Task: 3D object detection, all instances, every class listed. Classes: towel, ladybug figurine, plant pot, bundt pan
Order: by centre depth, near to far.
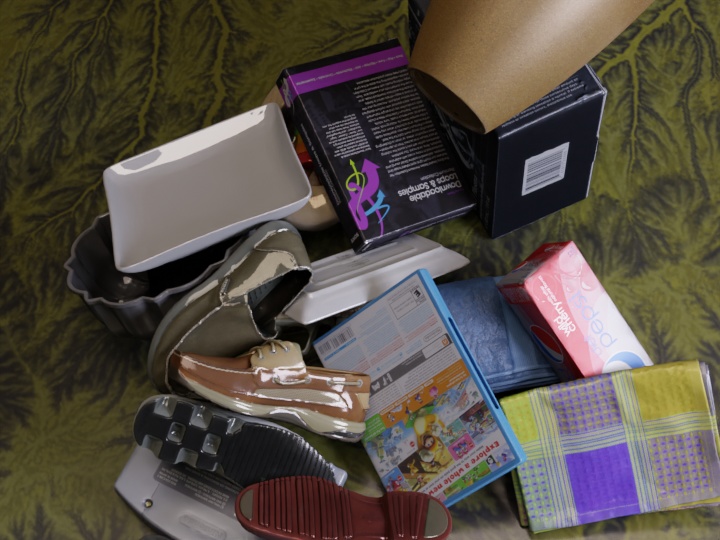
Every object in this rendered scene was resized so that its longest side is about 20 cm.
[{"bbox_3d":[0.137,-0.230,1.267,0.186,0.187,0.201,37,84,20],"label":"plant pot"},{"bbox_3d":[0.234,0.163,1.296,0.197,0.023,0.146,-9,105,9],"label":"towel"},{"bbox_3d":[0.137,0.060,1.372,0.197,0.049,0.113,-8,86,-9],"label":"towel"},{"bbox_3d":[-0.190,-0.005,1.413,0.199,0.076,0.203,-12,37,10],"label":"bundt pan"},{"bbox_3d":[-0.048,-0.126,1.497,0.134,0.072,0.202,4,63,5],"label":"ladybug figurine"}]

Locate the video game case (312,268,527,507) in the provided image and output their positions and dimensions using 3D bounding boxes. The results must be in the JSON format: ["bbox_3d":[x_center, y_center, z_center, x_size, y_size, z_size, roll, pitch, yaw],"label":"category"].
[{"bbox_3d":[0.052,0.121,1.324,0.143,0.018,0.202,-34,76,27],"label":"video game case"}]

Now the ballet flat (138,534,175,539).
[{"bbox_3d":[-0.131,0.311,1.298,0.199,0.057,0.067,35,56,13],"label":"ballet flat"}]

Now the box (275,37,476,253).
[{"bbox_3d":[0.016,-0.130,1.444,0.142,0.036,0.202,-18,76,-28],"label":"box"}]

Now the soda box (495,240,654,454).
[{"bbox_3d":[0.216,0.072,1.328,0.070,0.063,0.201,-38,100,-14],"label":"soda box"}]

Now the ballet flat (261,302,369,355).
[{"bbox_3d":[-0.039,0.053,1.412,0.197,0.071,0.066,-2,70,13],"label":"ballet flat"}]

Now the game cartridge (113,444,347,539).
[{"bbox_3d":[-0.128,0.211,1.350,0.198,0.042,0.134,23,71,15],"label":"game cartridge"}]

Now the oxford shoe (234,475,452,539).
[{"bbox_3d":[-0.020,0.239,1.281,0.197,0.075,0.071,10,47,-9],"label":"oxford shoe"}]

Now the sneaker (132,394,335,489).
[{"bbox_3d":[-0.115,0.161,1.317,0.198,0.089,0.075,27,92,-9],"label":"sneaker"}]

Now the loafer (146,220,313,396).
[{"bbox_3d":[-0.119,0.043,1.315,0.200,0.075,0.070,-49,51,3],"label":"loafer"}]

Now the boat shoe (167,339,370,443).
[{"bbox_3d":[-0.079,0.099,1.300,0.198,0.075,0.075,18,90,-25],"label":"boat shoe"}]

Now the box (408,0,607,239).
[{"bbox_3d":[0.143,-0.176,1.438,0.123,0.201,0.198,-23,63,-9],"label":"box"}]

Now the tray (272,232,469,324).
[{"bbox_3d":[0.000,0.000,1.392,0.198,0.022,0.107,-19,23,-28],"label":"tray"}]

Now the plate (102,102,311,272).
[{"bbox_3d":[-0.153,-0.078,1.399,0.197,0.033,0.201,-22,36,-1],"label":"plate"}]
